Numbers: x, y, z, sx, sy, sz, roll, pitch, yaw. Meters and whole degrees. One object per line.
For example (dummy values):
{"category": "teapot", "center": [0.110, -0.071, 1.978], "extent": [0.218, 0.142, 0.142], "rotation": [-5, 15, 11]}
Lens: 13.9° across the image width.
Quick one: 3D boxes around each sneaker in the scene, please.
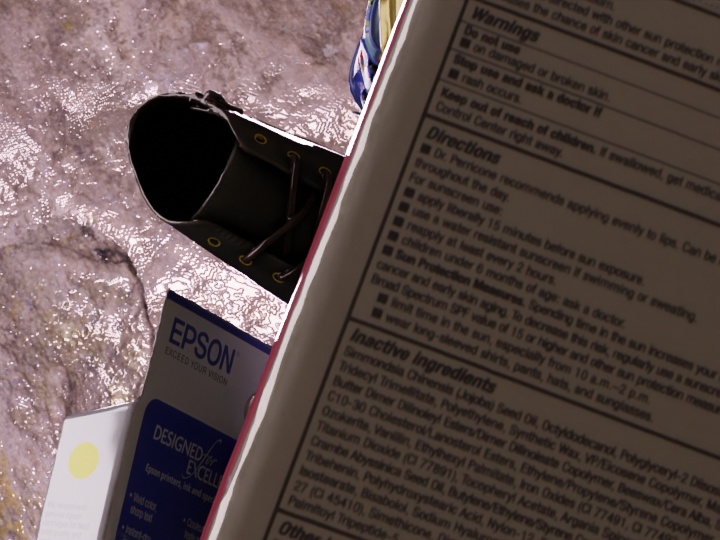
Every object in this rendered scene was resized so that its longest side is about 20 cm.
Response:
{"category": "sneaker", "center": [0.000, 0.000, 1.090], "extent": [0.106, 0.200, 0.075], "rotation": [26, -89, -54]}

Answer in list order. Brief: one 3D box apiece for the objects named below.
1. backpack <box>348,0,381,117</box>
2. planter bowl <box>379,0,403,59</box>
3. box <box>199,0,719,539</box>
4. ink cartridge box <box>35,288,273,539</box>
{"category": "backpack", "center": [0.075, -0.125, 1.493], "extent": [0.200, 0.135, 0.183], "rotation": [103, -172, -81]}
{"category": "planter bowl", "center": [0.053, -0.084, 1.158], "extent": [0.200, 0.083, 0.200], "rotation": [-4, -90, -83]}
{"category": "box", "center": [0.050, 0.010, 0.697], "extent": [0.109, 0.128, 0.200], "rotation": [115, 176, -79]}
{"category": "ink cartridge box", "center": [-0.064, 0.130, 1.192], "extent": [0.198, 0.047, 0.200], "rotation": [34, -117, -55]}
